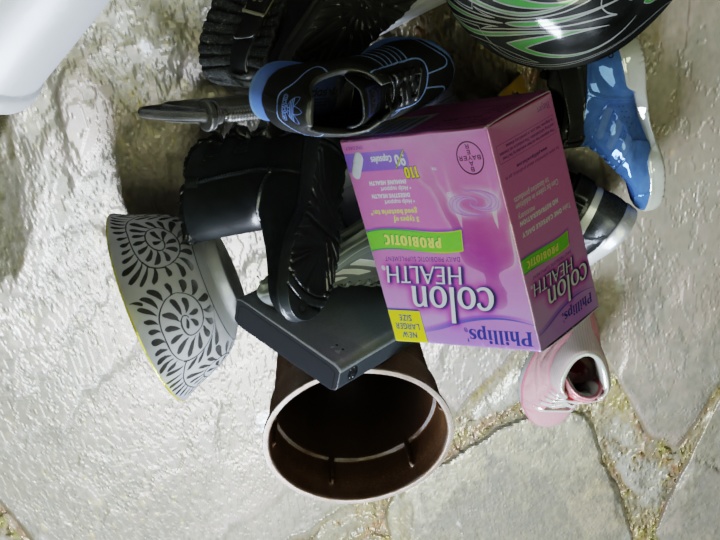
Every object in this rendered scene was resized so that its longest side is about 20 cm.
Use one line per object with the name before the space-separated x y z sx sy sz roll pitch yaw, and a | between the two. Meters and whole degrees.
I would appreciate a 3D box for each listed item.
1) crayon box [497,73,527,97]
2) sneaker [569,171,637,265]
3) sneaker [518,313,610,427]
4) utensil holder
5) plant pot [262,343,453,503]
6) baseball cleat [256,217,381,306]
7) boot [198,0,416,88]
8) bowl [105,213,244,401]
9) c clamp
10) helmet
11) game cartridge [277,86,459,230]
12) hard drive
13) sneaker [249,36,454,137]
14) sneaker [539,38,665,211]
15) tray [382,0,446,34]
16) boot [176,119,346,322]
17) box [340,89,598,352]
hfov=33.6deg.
crayon box | 0.157 -0.078 1.153 0.051 0.126 0.202 -17 101 22
sneaker | 0.196 -0.037 1.286 0.111 0.073 0.200 37 133 -6
sneaker | 0.239 0.137 1.405 0.074 0.105 0.202 1 131 -10
utensil holder | -0.281 -0.258 0.968 0.169 0.171 0.200 33 117 -30
plant pot | -0.010 0.109 1.288 0.197 0.200 0.202 -3 130 -4
baseball cleat | 0.000 0.000 1.164 0.198 0.070 0.107 -31 116 -6
boot | -0.044 -0.241 1.042 0.212 0.157 0.079 -51 129 -9
bowl | -0.172 0.020 1.200 0.093 0.202 0.202 -22 130 2
c clamp | -0.093 -0.149 1.080 0.198 0.170 0.028 -10 108 -32
helmet | 0.164 -0.266 1.011 0.189 0.201 0.201 -28 130 -5
game cartridge | 0.014 -0.116 1.189 0.198 0.039 0.130 -27 116 15
hard drive | -0.009 0.039 1.200 0.199 0.139 0.033 -26 138 -45
sneaker | 0.010 -0.144 0.967 0.198 0.078 0.071 -18 120 -33
sneaker | 0.234 -0.135 1.188 0.110 0.077 0.202 -19 126 1
tray | 0.018 -0.304 1.059 0.106 0.022 0.201 -23 129 14
boot | -0.100 -0.047 1.110 0.161 0.201 0.073 -3 159 31
box | 0.096 -0.042 1.060 0.175 0.096 0.203 2 115 46
